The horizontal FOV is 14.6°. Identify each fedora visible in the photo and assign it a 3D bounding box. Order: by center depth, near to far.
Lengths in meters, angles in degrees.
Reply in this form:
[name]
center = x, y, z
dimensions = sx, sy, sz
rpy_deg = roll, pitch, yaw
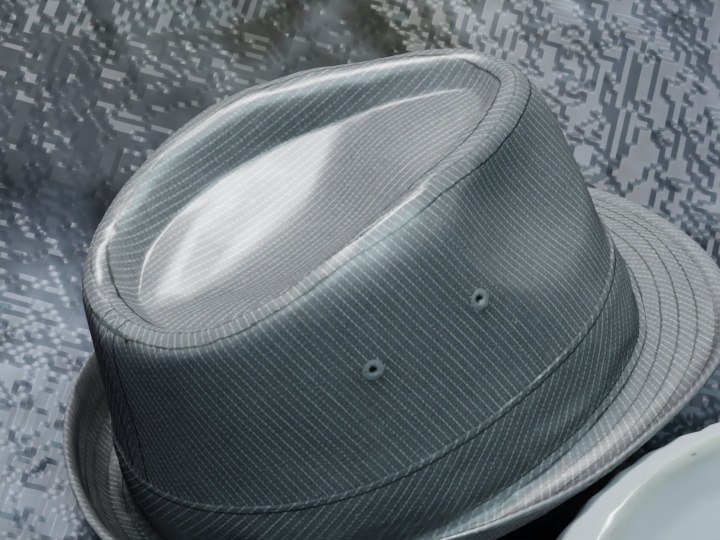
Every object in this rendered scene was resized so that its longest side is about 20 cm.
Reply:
[fedora]
center = 0.000, 0.000, 0.794
dimensions = 0.200, 0.090, 0.177
rpy_deg = -28, 37, -13

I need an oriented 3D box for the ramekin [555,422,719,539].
[ramekin]
center = 0.124, 0.129, 0.759
dimensions = 0.202, 0.094, 0.203
rpy_deg = 4, 55, -6
